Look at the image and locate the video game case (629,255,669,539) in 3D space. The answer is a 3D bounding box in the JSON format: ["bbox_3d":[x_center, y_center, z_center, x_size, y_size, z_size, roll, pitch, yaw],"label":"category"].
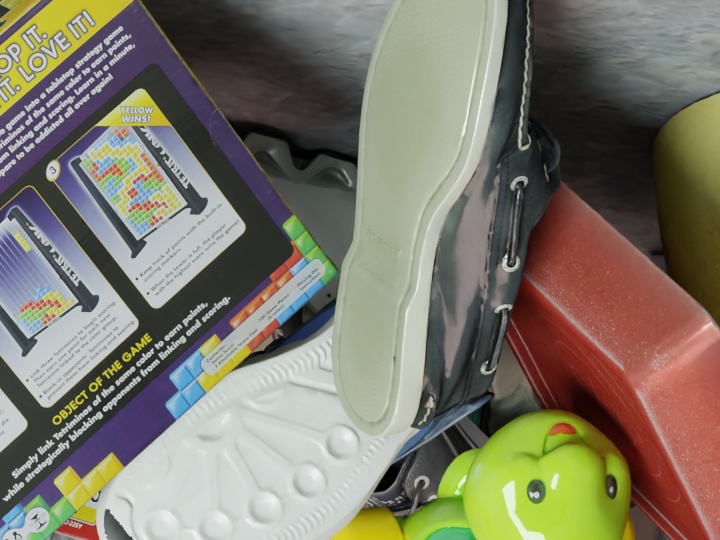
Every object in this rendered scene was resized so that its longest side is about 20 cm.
[{"bbox_3d":[0.208,0.072,1.314,0.199,0.183,0.024,-1,148,24],"label":"video game case"}]

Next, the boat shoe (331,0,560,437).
[{"bbox_3d":[0.042,-0.031,1.114,0.066,0.200,0.074,-5,-154,-31],"label":"boat shoe"}]

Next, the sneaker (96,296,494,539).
[{"bbox_3d":[-0.034,0.075,1.220,0.081,0.200,0.146,50,156,3],"label":"sneaker"}]

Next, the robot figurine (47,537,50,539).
[{"bbox_3d":[-0.238,0.099,1.677,0.170,0.113,0.200,51,154,-3],"label":"robot figurine"}]

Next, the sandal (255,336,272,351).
[{"bbox_3d":[-0.057,0.091,1.520,0.080,0.054,0.201,1,125,11],"label":"sandal"}]

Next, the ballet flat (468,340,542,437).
[{"bbox_3d":[0.072,0.032,1.465,0.063,0.068,0.200,-21,163,-3],"label":"ballet flat"}]

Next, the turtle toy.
[{"bbox_3d":[0.057,0.142,1.228,0.145,0.201,0.101,-2,-152,-24],"label":"turtle toy"}]

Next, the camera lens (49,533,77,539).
[{"bbox_3d":[-0.104,0.159,1.737,0.159,0.161,0.200,9,163,-7],"label":"camera lens"}]

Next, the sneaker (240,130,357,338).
[{"bbox_3d":[0.000,0.000,1.322,0.199,0.089,0.074,11,162,-17],"label":"sneaker"}]

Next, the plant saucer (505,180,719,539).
[{"bbox_3d":[0.103,0.042,1.201,0.200,0.037,0.200,46,171,47],"label":"plant saucer"}]

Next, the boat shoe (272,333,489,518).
[{"bbox_3d":[0.020,0.086,1.435,0.070,0.066,0.201,-19,106,33],"label":"boat shoe"}]

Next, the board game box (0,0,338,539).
[{"bbox_3d":[-0.132,0.002,1.103,0.166,0.200,0.057,54,167,-26],"label":"board game box"}]

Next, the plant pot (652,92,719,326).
[{"bbox_3d":[0.213,0.023,1.220,0.199,0.143,0.200,6,163,2],"label":"plant pot"}]

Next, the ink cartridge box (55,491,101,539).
[{"bbox_3d":[-0.167,-0.008,1.167,0.199,0.176,0.084,20,179,-31],"label":"ink cartridge box"}]
